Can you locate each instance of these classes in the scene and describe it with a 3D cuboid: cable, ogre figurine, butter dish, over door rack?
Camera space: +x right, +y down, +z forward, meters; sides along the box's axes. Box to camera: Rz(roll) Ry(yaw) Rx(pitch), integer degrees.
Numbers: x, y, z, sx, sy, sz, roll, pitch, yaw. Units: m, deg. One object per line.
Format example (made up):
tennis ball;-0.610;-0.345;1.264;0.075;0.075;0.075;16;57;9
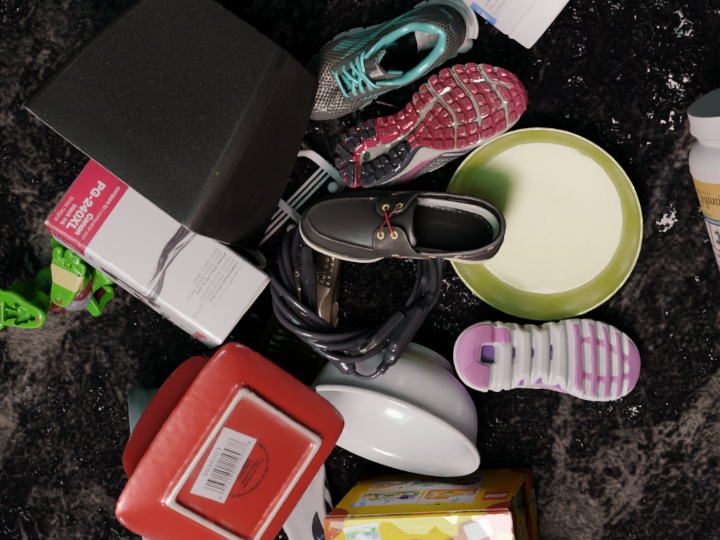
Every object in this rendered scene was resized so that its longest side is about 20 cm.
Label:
cable;0.000;0.000;1.270;0.163;0.201;0.051;33;156;0
ogre figurine;-0.318;0.011;1.382;0.200;0.120;0.098;-42;92;24
butter dish;-0.150;0.169;1.259;0.199;0.148;0.201;39;82;-43
over door rack;-0.134;-0.108;1.313;0.200;0.067;0.148;45;115;-5

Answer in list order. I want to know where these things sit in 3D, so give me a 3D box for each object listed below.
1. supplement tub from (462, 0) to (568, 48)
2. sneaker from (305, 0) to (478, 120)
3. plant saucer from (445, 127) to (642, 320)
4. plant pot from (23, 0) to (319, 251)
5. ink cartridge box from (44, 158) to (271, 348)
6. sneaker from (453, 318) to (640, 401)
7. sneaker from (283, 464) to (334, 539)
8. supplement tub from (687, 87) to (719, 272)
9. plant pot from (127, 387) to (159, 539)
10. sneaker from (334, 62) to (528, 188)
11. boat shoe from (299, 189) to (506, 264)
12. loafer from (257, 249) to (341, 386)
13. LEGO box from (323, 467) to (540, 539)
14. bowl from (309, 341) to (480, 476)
supplement tub;0.110;-0.308;1.130;0.200;0.132;0.132;39;116;-1
sneaker;0.014;-0.200;1.221;0.199;0.091;0.078;-27;101;23
plant saucer;0.181;-0.048;1.270;0.198;0.031;0.201;6;112;14
plant pot;-0.152;-0.153;1.185;0.199;0.200;0.178;35;95;12
ink cartridge box;-0.195;-0.012;1.231;0.199;0.145;0.084;36;80;-5
sneaker;0.184;0.088;1.303;0.198;0.088;0.081;5;85;-9
sneaker;-0.065;0.270;1.446;0.073;0.112;0.201;-15;75;-5
supplement tub;0.379;-0.067;1.145;0.144;0.145;0.201;-15;106;20
plant pot;-0.179;0.221;1.404;0.133;0.200;0.202;-7;112;-10
sneaker;0.072;-0.139;1.237;0.199;0.075;0.081;-21;79;26
boat shoe;0.041;-0.046;1.230;0.200;0.063;0.074;5;76;-1
loafer;-0.055;0.042;1.350;0.076;0.067;0.201;22;114;8
LEGO box;0.080;0.270;1.354;0.198;0.149;0.078;-6;97;18
bowl;0.041;0.132;1.326;0.200;0.091;0.201;18;156;8
